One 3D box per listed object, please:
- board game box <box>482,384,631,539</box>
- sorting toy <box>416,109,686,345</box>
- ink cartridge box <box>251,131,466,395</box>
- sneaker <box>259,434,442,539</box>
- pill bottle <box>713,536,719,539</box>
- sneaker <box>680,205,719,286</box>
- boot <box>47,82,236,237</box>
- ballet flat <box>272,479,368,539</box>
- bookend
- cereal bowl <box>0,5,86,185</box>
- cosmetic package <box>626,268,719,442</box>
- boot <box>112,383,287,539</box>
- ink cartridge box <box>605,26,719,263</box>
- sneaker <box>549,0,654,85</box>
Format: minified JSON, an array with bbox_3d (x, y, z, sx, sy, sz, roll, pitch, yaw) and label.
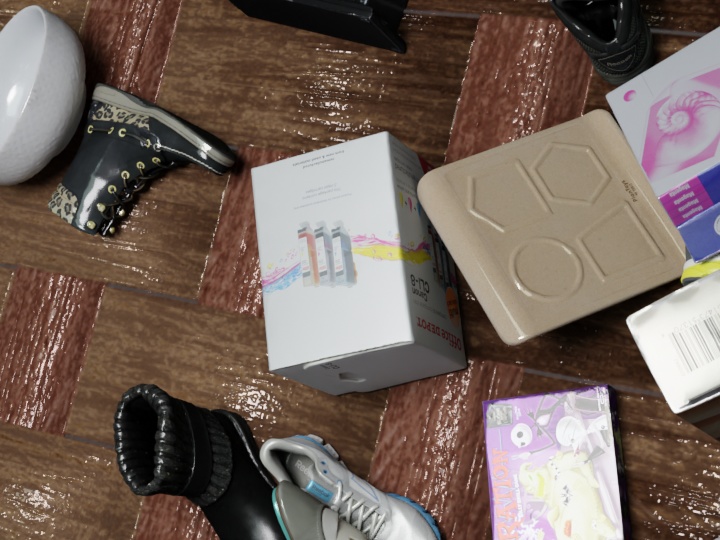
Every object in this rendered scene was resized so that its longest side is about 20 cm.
[{"bbox_3d":[0.174,0.206,1.236,0.120,0.032,0.200,-12,72,26],"label":"board game box"},{"bbox_3d":[0.176,-0.040,1.262,0.200,0.036,0.185,-23,64,-14],"label":"sorting toy"},{"bbox_3d":[0.000,0.000,1.304,0.144,0.145,0.200,-12,72,22],"label":"ink cartridge box"},{"bbox_3d":[-0.017,0.216,1.289,0.200,0.087,0.075,30,89,27],"label":"sneaker"},{"bbox_3d":[0.339,0.302,1.082,0.116,0.116,0.200,-12,72,22],"label":"pill bottle"},{"bbox_3d":[0.365,-0.033,1.181,0.200,0.074,0.085,-8,68,20],"label":"sneaker"},{"bbox_3d":[-0.233,-0.098,1.484,0.203,0.073,0.154,28,92,33],"label":"boot"},{"bbox_3d":[-0.011,0.264,1.248,0.064,0.067,0.200,-20,106,14],"label":"ballet flat"},{"bbox_3d":[-0.022,-0.346,1.436,0.200,0.092,0.199,19,85,27],"label":"bookend"},{"bbox_3d":[-0.358,-0.181,1.536,0.200,0.083,0.200,-33,46,42],"label":"cereal bowl"},{"bbox_3d":[0.294,0.071,1.116,0.103,0.200,0.087,-30,67,17],"label":"cosmetic package"},{"bbox_3d":[-0.140,0.207,1.308,0.079,0.158,0.211,-40,64,11],"label":"boot"},{"bbox_3d":[0.331,-0.131,1.207,0.196,0.043,0.200,-31,44,14],"label":"ink cartridge box"},{"bbox_3d":[0.211,-0.278,1.297,0.076,0.114,0.200,-18,68,18],"label":"sneaker"}]
